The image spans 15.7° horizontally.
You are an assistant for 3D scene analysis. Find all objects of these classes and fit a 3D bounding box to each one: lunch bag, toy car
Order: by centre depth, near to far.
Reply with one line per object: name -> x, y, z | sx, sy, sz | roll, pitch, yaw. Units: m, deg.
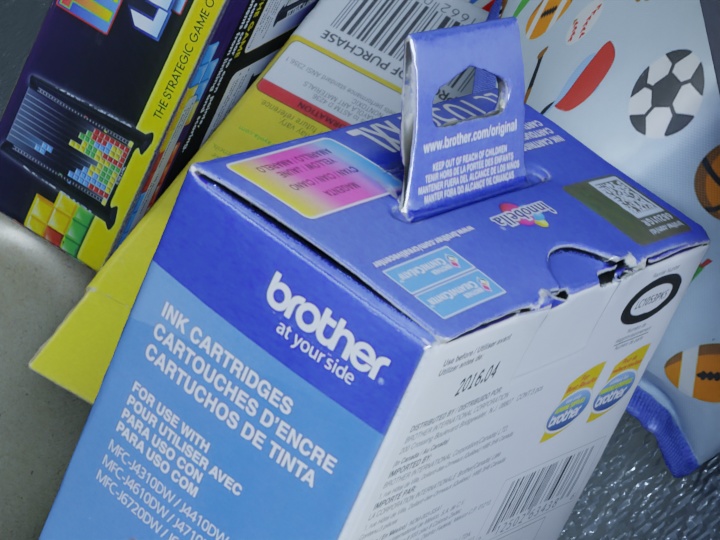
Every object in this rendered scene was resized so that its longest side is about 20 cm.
lunch bag -> 0.124, -0.065, 0.741 | 0.170, 0.124, 0.200 | -34, 28, 23
toy car -> -0.129, 0.002, 0.962 | 0.200, 0.163, 0.158 | -81, 9, -62

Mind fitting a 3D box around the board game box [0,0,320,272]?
board game box -> -0.035, -0.114, 0.858 | 0.201, 0.057, 0.165 | -63, -9, 22

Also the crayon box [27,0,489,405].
crayon box -> 0.000, 0.000, 0.833 | 0.200, 0.127, 0.051 | -52, -17, -31

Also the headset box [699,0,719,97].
headset box -> 0.148, -0.048, 0.541 | 0.075, 0.201, 0.148 | -20, 11, -35

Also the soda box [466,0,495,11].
soda box -> 0.052, -0.068, 0.976 | 0.064, 0.068, 0.200 | -51, 20, -26

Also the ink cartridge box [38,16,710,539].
ink cartridge box -> 0.000, 0.039, 0.618 | 0.136, 0.076, 0.201 | -18, -41, -56
